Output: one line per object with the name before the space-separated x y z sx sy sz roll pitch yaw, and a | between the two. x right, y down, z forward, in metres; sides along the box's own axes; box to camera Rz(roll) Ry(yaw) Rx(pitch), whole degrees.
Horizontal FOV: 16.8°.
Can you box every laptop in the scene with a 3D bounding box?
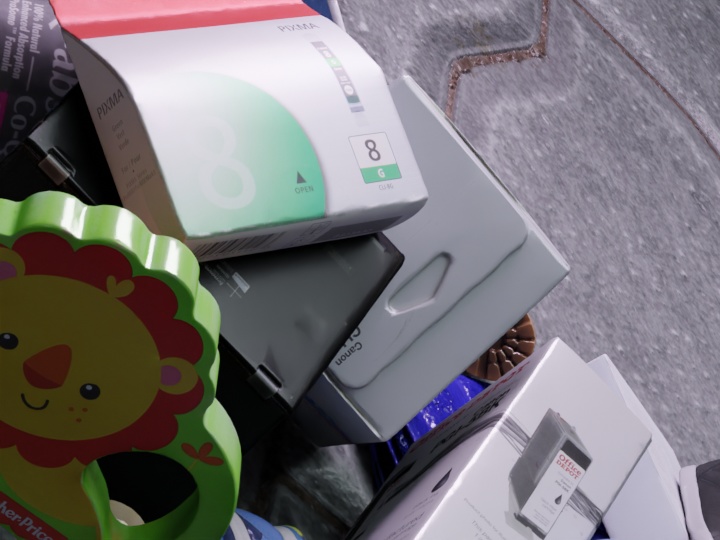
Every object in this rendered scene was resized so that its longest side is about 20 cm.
laptop | -0.114 0.007 1.232 0.187 0.116 0.200 46 48 -10

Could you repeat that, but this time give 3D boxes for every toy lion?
toy lion | -0.132 0.062 1.121 0.200 0.191 0.069 40 28 -23

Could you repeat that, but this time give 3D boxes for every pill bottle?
pill bottle | -0.158 -0.090 1.288 0.198 0.117 0.117 10 40 -15

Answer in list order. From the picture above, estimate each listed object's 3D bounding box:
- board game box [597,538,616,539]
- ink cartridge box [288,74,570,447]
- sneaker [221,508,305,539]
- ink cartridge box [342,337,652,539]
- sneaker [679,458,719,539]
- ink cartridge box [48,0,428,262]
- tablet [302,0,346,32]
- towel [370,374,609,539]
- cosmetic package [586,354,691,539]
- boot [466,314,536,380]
board game box | 0.150 0.250 1.262 0.200 0.036 0.152 46 43 -48
ink cartridge box | 0.000 0.000 1.371 0.145 0.145 0.200 49 -12 -5
sneaker | -0.067 0.191 1.201 0.082 0.074 0.201 34 23 -28
ink cartridge box | 0.052 0.146 1.307 0.083 0.147 0.200 45 42 -5
sneaker | 0.259 0.159 1.520 0.071 0.099 0.200 63 10 -19
ink cartridge box | -0.067 -0.107 1.217 0.160 0.050 0.202 -11 77 -40
tablet | -0.030 -0.103 1.584 0.014 0.131 0.201 6 46 -24
towel | 0.077 0.120 1.551 0.199 0.049 0.148 21 39 -46
cosmetic package | 0.193 0.161 1.608 0.152 0.051 0.200 66 8 29
boot | 0.036 -0.004 1.643 0.200 0.075 0.107 46 5 3
